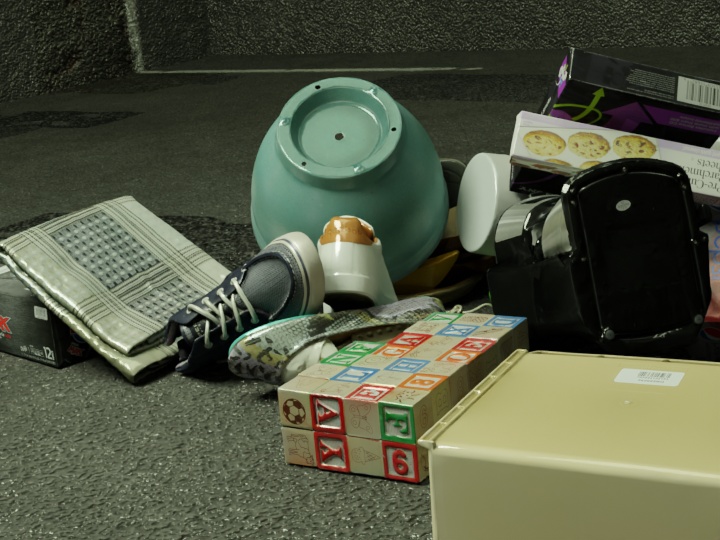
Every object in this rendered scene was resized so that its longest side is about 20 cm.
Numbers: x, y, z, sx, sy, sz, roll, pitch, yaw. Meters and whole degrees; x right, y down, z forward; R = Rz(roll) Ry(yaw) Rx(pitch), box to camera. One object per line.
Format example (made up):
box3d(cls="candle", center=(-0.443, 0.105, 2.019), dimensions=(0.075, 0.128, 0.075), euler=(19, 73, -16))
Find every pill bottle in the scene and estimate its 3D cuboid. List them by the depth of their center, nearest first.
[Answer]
box3d(cls="pill bottle", center=(0.202, -0.056, 1.334), dimensions=(0.198, 0.115, 0.114), euler=(6, 11, -19))

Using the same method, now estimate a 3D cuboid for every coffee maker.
box3d(cls="coffee maker", center=(0.181, 0.020, 1.096), dimensions=(0.134, 0.194, 0.200), euler=(15, -10, -9))

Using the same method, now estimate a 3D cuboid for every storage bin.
box3d(cls="storage bin", center=(0.163, 0.121, 0.829), dimensions=(0.199, 0.095, 0.198), euler=(2, 16, 27))

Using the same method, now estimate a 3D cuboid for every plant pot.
box3d(cls="plant pot", center=(-0.015, -0.098, 1.310), dimensions=(0.198, 0.135, 0.202), euler=(-2, 58, 3))

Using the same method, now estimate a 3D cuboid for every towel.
box3d(cls="towel", center=(-0.215, 0.008, 1.294), dimensions=(0.200, 0.035, 0.192), euler=(40, 32, 16))

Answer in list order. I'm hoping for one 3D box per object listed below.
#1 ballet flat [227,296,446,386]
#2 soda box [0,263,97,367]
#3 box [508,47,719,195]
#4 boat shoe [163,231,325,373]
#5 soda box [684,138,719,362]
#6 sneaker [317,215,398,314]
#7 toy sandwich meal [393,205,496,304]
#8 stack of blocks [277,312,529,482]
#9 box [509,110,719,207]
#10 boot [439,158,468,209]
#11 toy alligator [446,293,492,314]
box3d(cls="ballet flat", center=(-0.009, 0.068, 1.141), dimensions=(0.199, 0.073, 0.072), euler=(-11, 16, -21))
box3d(cls="soda box", center=(-0.330, 0.041, 1.349), dimensions=(0.199, 0.064, 0.070), euler=(10, 21, 43))
box3d(cls="box", center=(0.220, -0.111, 1.180), dimensions=(0.142, 0.036, 0.200), euler=(12, -23, -4))
box3d(cls="boat shoe", center=(-0.103, 0.036, 1.170), dimensions=(0.092, 0.075, 0.200), euler=(-21, -15, -30))
box3d(cls="soda box", center=(0.314, -0.022, 1.150), dimensions=(0.069, 0.064, 0.201), euler=(1, 55, 22))
box3d(cls="sneaker", center=(0.000, 0.000, 1.231), dimensions=(0.072, 0.085, 0.200), euler=(0, -13, 3))
box3d(cls="toy sandwich meal", center=(0.044, -0.014, 1.404), dimensions=(0.203, 0.071, 0.205), euler=(-5, 15, 1))
box3d(cls="stack of blocks", center=(0.039, 0.089, 1.049), dimensions=(0.114, 0.059, 0.200), euler=(3, 18, 31))
box3d(cls="box", center=(0.222, -0.090, 1.120), dimensions=(0.198, 0.042, 0.039), euler=(13, -6, 4))
box3d(cls="boot", center=(0.065, -0.082, 1.559), dimensions=(0.203, 0.074, 0.154), euler=(-26, 0, 31))
box3d(cls="toy alligator", center=(0.164, 0.015, 1.285), dimensions=(0.198, 0.055, 0.059), euler=(-5, 15, 3))
